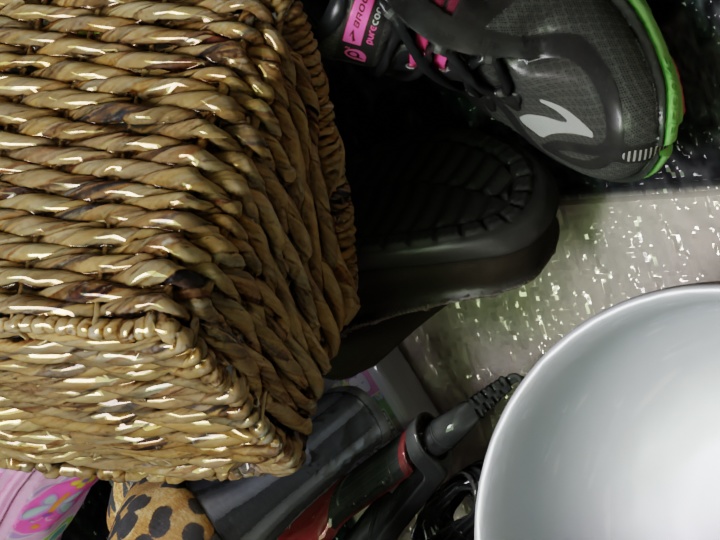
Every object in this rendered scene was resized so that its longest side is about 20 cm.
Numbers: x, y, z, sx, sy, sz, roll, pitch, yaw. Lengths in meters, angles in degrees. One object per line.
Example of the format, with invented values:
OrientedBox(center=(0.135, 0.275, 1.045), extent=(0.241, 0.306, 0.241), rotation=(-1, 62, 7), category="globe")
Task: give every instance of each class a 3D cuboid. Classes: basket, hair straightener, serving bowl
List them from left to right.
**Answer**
OrientedBox(center=(-0.100, -0.015, 1.078), extent=(0.199, 0.150, 0.143), rotation=(1, 154, 26), category="basket")
OrientedBox(center=(0.025, 0.095, 1.188), extent=(0.077, 0.041, 0.200), rotation=(25, 141, -16), category="hair straightener")
OrientedBox(center=(0.141, 0.097, 1.032), extent=(0.199, 0.066, 0.201), rotation=(7, 104, 28), category="serving bowl")

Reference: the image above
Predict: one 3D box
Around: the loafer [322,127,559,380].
OrientedBox(center=(0.000, 0.000, 1.136), extent=(0.199, 0.073, 0.071), rotation=(-9, 126, 40), category="loafer")

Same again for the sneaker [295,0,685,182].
OrientedBox(center=(0.027, -0.084, 1.048), extent=(0.200, 0.084, 0.077), rotation=(33, 133, 28), category="sneaker")

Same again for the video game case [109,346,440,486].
OrientedBox(center=(-0.060, 0.043, 1.259), extent=(0.200, 0.018, 0.144), rotation=(-34, 87, 49), category="video game case")

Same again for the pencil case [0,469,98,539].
OrientedBox(center=(-0.146, 0.074, 1.278), extent=(0.088, 0.087, 0.200), rotation=(51, 144, 11), category="pencil case")

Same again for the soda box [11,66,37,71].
OrientedBox(center=(-0.162, -0.052, 1.231), extent=(0.200, 0.071, 0.063), rotation=(18, 160, 51), category="soda box")

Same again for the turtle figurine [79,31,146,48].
OrientedBox(center=(-0.111, -0.143, 1.169), extent=(0.200, 0.064, 0.161), rotation=(57, 156, -15), category="turtle figurine")

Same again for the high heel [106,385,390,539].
OrientedBox(center=(-0.088, 0.107, 1.167), extent=(0.072, 0.142, 0.200), rotation=(56, 147, -5), category="high heel")
